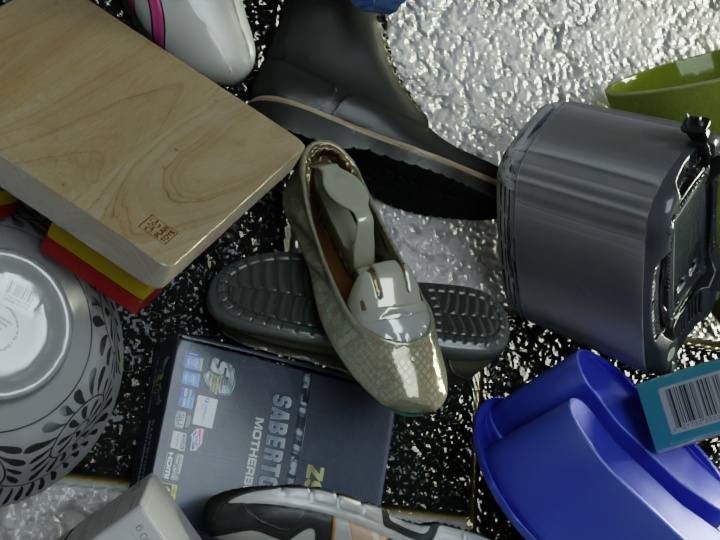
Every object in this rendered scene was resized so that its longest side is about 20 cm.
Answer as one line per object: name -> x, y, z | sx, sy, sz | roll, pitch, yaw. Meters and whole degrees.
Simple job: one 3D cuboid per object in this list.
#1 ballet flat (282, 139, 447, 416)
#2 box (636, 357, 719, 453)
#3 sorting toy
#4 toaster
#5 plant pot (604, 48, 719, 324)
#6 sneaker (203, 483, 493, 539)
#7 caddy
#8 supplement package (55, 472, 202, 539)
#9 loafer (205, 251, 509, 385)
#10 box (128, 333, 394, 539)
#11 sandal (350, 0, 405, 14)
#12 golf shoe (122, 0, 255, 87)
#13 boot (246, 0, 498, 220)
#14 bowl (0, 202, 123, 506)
ballet flat -> 0.000, 0.000, 1.059 | 0.067, 0.062, 0.200 | -13, 55, -25
box -> 0.271, 0.083, 1.174 | 0.200, 0.082, 0.049 | -3, 75, -58
sorting toy -> -0.165, -0.070, 1.021 | 0.198, 0.070, 0.200 | 34, 32, 5
toaster -> 0.168, -0.031, 1.141 | 0.129, 0.200, 0.114 | 18, 49, 26
plant pot -> 0.290, -0.056, 1.226 | 0.187, 0.187, 0.201 | -20, 102, -27
sneaker -> -0.005, 0.181, 1.027 | 0.199, 0.074, 0.080 | 19, 74, -23
caddy -> 0.161, 0.153, 1.136 | 0.200, 0.105, 0.141 | 43, 28, -10
supplement package -> -0.165, 0.224, 0.935 | 0.200, 0.120, 0.121 | -35, 94, -2
loafer -> -0.005, 0.043, 1.111 | 0.199, 0.070, 0.075 | 11, 46, -5
box -> -0.068, 0.155, 1.071 | 0.157, 0.051, 0.201 | 17, 73, -22
sandal -> 0.027, -0.219, 1.148 | 0.087, 0.080, 0.200 | 37, 38, 15
golf shoe -> -0.124, -0.214, 1.103 | 0.072, 0.092, 0.201 | -30, 94, -28
boot -> 0.025, -0.124, 1.165 | 0.199, 0.077, 0.139 | 20, 67, -21
bowl -> -0.224, 0.039, 1.001 | 0.200, 0.094, 0.202 | 5, 78, -24
